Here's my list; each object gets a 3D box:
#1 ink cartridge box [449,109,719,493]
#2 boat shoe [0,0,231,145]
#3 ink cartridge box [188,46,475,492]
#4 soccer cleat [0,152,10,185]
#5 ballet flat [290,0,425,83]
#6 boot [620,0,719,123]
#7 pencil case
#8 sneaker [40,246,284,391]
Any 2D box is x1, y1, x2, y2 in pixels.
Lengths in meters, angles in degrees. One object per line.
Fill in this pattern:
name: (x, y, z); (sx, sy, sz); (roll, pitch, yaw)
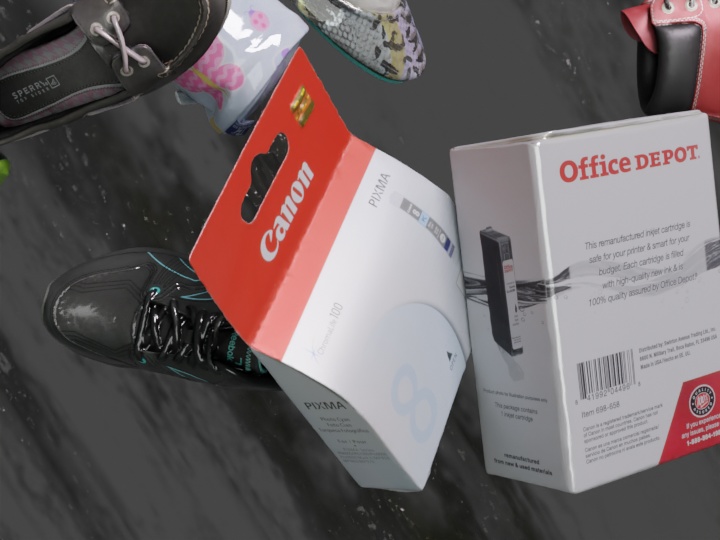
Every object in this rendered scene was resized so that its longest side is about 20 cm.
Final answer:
ink cartridge box: (0.141, 0.013, 0.848); (0.143, 0.083, 0.202); (-11, 98, -34)
boat shoe: (-0.153, -0.111, 0.783); (0.199, 0.057, 0.067); (-19, 116, 35)
ink cartridge box: (0.000, 0.000, 0.789); (0.201, 0.047, 0.161); (57, 44, -38)
soccer cleat: (-0.296, -0.020, 0.825); (0.199, 0.068, 0.081); (-36, 88, -2)
ballet flat: (-0.028, -0.192, 0.833); (0.200, 0.072, 0.072); (41, 89, -8)
boot: (0.240, -0.186, 0.877); (0.143, 0.072, 0.202); (11, 97, -7)
pencil case: (-0.124, -0.168, 0.822); (0.200, 0.091, 0.083); (41, 63, -10)
sneaker: (-0.091, 0.031, 0.848); (0.198, 0.079, 0.076); (7, 95, -7)
